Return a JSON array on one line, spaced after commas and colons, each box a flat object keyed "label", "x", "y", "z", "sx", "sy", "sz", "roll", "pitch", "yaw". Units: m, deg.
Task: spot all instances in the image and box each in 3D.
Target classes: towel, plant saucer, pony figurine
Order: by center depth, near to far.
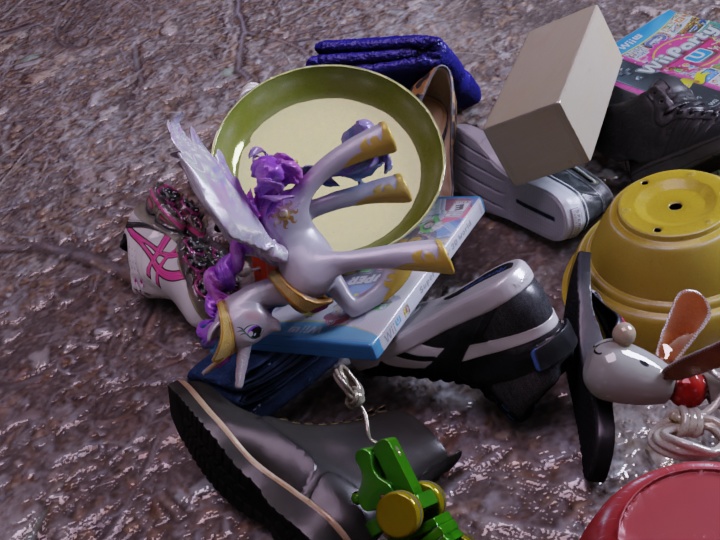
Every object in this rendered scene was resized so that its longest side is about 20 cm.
[{"label": "pony figurine", "x": -0.057, "y": -0.033, "z": 0.827, "sx": 0.200, "sy": 0.193, "sz": 0.167, "roll": -24, "pitch": -3, "yaw": -3}, {"label": "towel", "x": -0.051, "y": 0.050, "z": 0.946, "sx": 0.200, "sy": 0.049, "sz": 0.112, "roll": -39, "pitch": 26, "yaw": -24}, {"label": "plant saucer", "x": -0.028, "y": -0.088, "z": 0.949, "sx": 0.200, "sy": 0.031, "sz": 0.200, "roll": 0, "pitch": 63, "yaw": 1}, {"label": "towel", "x": 0.038, "y": -0.204, "z": 1.152, "sx": 0.148, "sy": 0.050, "sz": 0.200, "roll": -6, "pitch": -5, "yaw": 15}]

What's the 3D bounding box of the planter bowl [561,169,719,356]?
[{"label": "planter bowl", "x": 0.259, "y": -0.024, "z": 0.901, "sx": 0.200, "sy": 0.084, "sz": 0.200, "roll": -12, "pitch": 37, "yaw": 9}]

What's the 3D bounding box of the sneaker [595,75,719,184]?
[{"label": "sneaker", "x": 0.284, "y": -0.131, "z": 0.975, "sx": 0.060, "sy": 0.104, "sz": 0.200, "roll": 0, "pitch": -17, "yaw": -36}]

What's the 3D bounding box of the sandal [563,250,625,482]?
[{"label": "sandal", "x": 0.182, "y": 0.070, "z": 0.830, "sx": 0.045, "sy": 0.075, "sz": 0.200, "roll": 1, "pitch": 47, "yaw": 1}]

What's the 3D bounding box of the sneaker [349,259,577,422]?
[{"label": "sneaker", "x": 0.080, "y": 0.077, "z": 0.859, "sx": 0.073, "sy": 0.112, "sz": 0.200, "roll": -39, "pitch": 7, "yaw": -41}]

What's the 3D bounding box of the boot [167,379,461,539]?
[{"label": "boot", "x": -0.038, "y": 0.127, "z": 0.835, "sx": 0.138, "sy": 0.078, "sz": 0.200, "roll": -35, "pitch": 60, "yaw": -28}]

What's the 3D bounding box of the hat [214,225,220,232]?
[{"label": "hat", "x": -0.073, "y": -0.107, "z": 1.129, "sx": 0.081, "sy": 0.201, "sz": 0.201, "roll": 28, "pitch": 43, "yaw": -7}]

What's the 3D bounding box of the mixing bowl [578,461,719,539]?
[{"label": "mixing bowl", "x": 0.201, "y": 0.184, "z": 0.639, "sx": 0.200, "sy": 0.108, "sz": 0.200, "roll": -11, "pitch": 36, "yaw": 8}]

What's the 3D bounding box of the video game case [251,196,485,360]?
[{"label": "video game case", "x": 0.000, "y": 0.000, "z": 0.918, "sx": 0.143, "sy": 0.018, "sz": 0.200, "roll": 2, "pitch": 38, "yaw": 35}]

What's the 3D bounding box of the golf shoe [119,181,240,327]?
[{"label": "golf shoe", "x": -0.177, "y": 0.003, "z": 1.070, "sx": 0.092, "sy": 0.073, "sz": 0.200, "roll": -49, "pitch": 42, "yaw": 14}]

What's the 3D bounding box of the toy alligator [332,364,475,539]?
[{"label": "toy alligator", "x": 0.022, "y": 0.160, "z": 0.744, "sx": 0.054, "sy": 0.059, "sz": 0.200, "roll": -39, "pitch": 73, "yaw": 17}]

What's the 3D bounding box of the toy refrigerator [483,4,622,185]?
[{"label": "toy refrigerator", "x": 0.182, "y": -0.161, "z": 1.014, "sx": 0.076, "sy": 0.070, "sz": 0.200, "roll": -18, "pitch": 28, "yaw": 32}]

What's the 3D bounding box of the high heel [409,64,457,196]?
[{"label": "high heel", "x": 0.061, "y": -0.094, "z": 1.016, "sx": 0.071, "sy": 0.143, "sz": 0.200, "roll": 8, "pitch": 34, "yaw": -10}]

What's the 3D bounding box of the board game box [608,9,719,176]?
[{"label": "board game box", "x": 0.331, "y": -0.177, "z": 1.085, "sx": 0.147, "sy": 0.064, "sz": 0.200, "roll": -33, "pitch": 39, "yaw": -20}]

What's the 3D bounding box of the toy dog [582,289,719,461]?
[{"label": "toy dog", "x": 0.261, "y": 0.053, "z": 0.740, "sx": 0.200, "sy": 0.096, "sz": 0.132, "roll": -1, "pitch": 18, "yaw": -18}]

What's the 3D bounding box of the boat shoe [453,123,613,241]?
[{"label": "boat shoe", "x": 0.154, "y": -0.086, "z": 1.048, "sx": 0.071, "sy": 0.072, "sz": 0.200, "roll": -20, "pitch": 40, "yaw": -28}]

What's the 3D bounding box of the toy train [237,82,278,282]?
[{"label": "toy train", "x": -0.052, "y": -0.077, "z": 1.028, "sx": 0.056, "sy": 0.200, "sz": 0.150, "roll": 10, "pitch": 20, "yaw": 39}]
